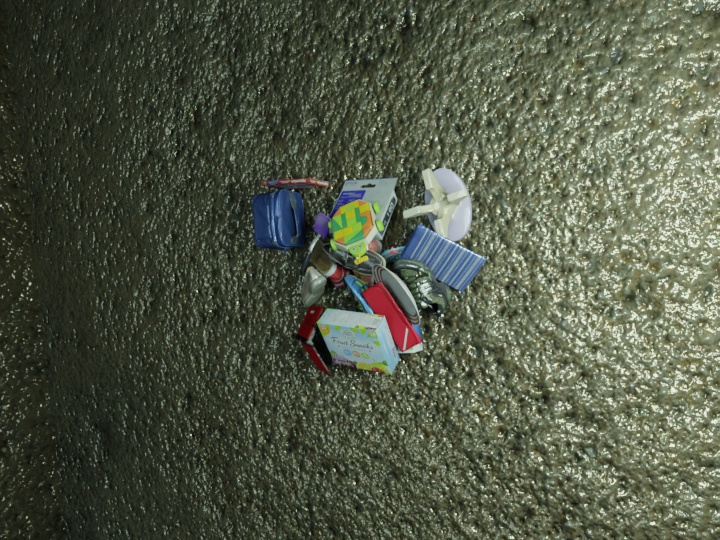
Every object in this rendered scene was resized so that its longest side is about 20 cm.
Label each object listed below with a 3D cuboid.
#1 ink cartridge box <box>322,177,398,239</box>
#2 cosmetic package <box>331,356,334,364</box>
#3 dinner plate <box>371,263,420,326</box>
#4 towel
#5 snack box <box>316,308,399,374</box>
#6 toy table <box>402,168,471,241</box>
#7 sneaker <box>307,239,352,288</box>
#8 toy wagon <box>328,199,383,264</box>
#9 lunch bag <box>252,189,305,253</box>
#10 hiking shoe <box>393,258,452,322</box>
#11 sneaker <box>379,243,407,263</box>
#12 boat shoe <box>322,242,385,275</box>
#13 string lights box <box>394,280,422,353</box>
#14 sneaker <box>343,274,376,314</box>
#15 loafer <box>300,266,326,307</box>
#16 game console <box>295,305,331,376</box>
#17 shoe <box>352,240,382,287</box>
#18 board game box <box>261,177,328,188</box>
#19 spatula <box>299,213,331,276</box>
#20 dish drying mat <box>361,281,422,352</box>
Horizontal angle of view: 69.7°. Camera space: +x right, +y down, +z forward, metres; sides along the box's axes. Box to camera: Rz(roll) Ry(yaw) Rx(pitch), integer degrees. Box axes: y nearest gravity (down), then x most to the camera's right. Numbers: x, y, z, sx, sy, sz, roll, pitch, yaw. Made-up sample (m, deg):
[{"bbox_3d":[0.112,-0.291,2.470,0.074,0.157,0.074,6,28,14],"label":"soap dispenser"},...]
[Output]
[{"bbox_3d":[0.006,-0.182,1.524,0.196,0.043,0.202,4,60,34],"label":"ink cartridge box"},{"bbox_3d":[-0.004,0.204,1.568,0.197,0.051,0.154,-8,85,32],"label":"cosmetic package"},{"bbox_3d":[0.099,0.060,1.372,0.024,0.201,0.201,-35,68,-13],"label":"dinner plate"},{"bbox_3d":[0.212,-0.033,1.359,0.198,0.024,0.146,27,138,1],"label":"towel"},{"bbox_3d":[-0.006,0.198,1.455,0.197,0.068,0.170,4,129,32],"label":"snack box"},{"bbox_3d":[0.214,-0.177,1.380,0.183,0.117,0.203,-30,77,29],"label":"toy table"},{"bbox_3d":[-0.095,-0.017,1.612,0.071,0.112,0.200,-45,35,7],"label":"sneaker"},{"bbox_3d":[-0.013,-0.109,1.421,0.153,0.040,0.202,-21,49,15],"label":"toy wagon"},{"bbox_3d":[-0.255,-0.155,1.665,0.131,0.135,0.204,-6,89,32],"label":"lunch bag"},{"bbox_3d":[0.161,0.050,1.374,0.199,0.102,0.075,36,148,-17],"label":"hiking shoe"},{"bbox_3d":[0.142,-0.029,1.453,0.197,0.079,0.097,-9,89,32],"label":"sneaker"},{"bbox_3d":[-0.023,-0.035,1.457,0.198,0.065,0.073,22,98,29],"label":"boat shoe"},{"bbox_3d":[0.113,0.132,1.486,0.101,0.059,0.204,-8,87,35],"label":"string lights box"},{"bbox_3d":[0.004,0.103,1.480,0.083,0.070,0.201,-39,78,34],"label":"sneaker"},{"bbox_3d":[-0.151,0.049,1.603,0.063,0.071,0.200,53,154,12],"label":"loafer"},{"bbox_3d":[-0.125,0.211,1.596,0.117,0.200,0.174,27,80,-14],"label":"game console"},{"bbox_3d":[0.000,0.000,1.535,0.071,0.091,0.203,22,103,29],"label":"shoe"},{"bbox_3d":[-0.210,-0.277,1.653,0.197,0.102,0.020,3,94,32],"label":"board game box"},{"bbox_3d":[-0.141,-0.073,1.529,0.056,0.020,0.202,32,105,26],"label":"spatula"},{"bbox_3d":[0.085,0.128,1.411,0.076,0.018,0.201,-32,96,37],"label":"dish drying mat"}]
